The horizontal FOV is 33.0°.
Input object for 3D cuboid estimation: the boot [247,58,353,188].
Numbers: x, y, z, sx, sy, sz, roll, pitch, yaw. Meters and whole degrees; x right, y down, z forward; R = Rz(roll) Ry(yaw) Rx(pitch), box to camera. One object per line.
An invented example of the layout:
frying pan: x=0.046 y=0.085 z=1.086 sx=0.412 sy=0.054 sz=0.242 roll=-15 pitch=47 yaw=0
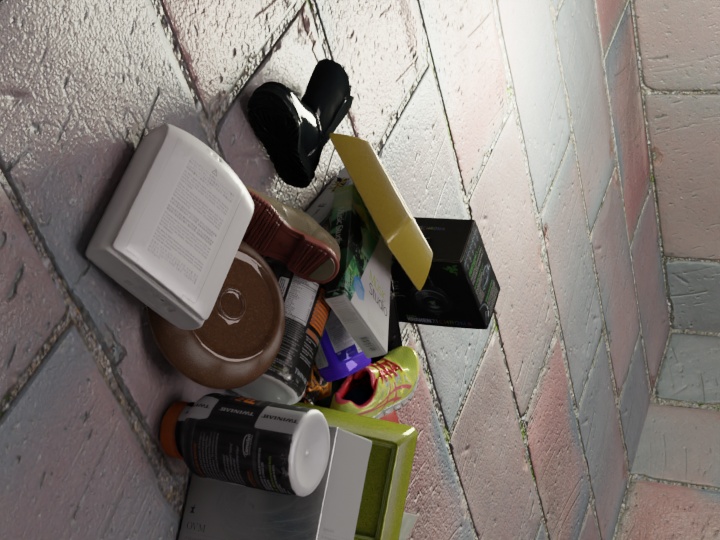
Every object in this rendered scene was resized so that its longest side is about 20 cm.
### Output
boot: x=-0.079 y=-0.237 z=1.695 sx=0.201 sy=0.076 sz=0.169 roll=70 pitch=38 yaw=-53

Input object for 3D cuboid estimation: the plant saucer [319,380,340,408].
plant saucer: x=-0.010 y=0.179 z=1.954 sx=0.200 sy=0.036 sz=0.202 roll=-18 pitch=110 yaw=-62

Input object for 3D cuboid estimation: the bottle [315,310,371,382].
bottle: x=-0.053 y=0.056 z=1.752 sx=0.083 sy=0.065 sz=0.202 roll=-24 pitch=93 yaw=-49

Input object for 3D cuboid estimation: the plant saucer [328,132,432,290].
plant saucer: x=0.039 y=-0.091 z=1.747 sx=0.201 sy=0.048 sz=0.200 roll=63 pitch=4 yaw=26

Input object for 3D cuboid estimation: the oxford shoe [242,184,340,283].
oxford shoe: x=-0.113 y=-0.059 z=1.591 sx=0.199 sy=0.071 sz=0.075 roll=37 pitch=27 yaw=-12

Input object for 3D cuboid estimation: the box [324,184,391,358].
box: x=0.000 y=0.000 z=1.700 sx=0.145 sy=0.036 sz=0.201 roll=56 pitch=28 yaw=-44

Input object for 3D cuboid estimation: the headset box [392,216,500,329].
headset box: x=0.123 y=-0.001 z=2.045 sx=0.201 sy=0.173 sz=0.093 roll=65 pitch=38 yaw=-47

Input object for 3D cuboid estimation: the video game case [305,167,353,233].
video game case: x=-0.026 y=-0.031 z=1.876 sx=0.182 sy=0.045 sz=0.201 roll=-55 pitch=141 yaw=-49

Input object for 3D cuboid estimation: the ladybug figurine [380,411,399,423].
ladybug figurine: x=-0.006 y=0.273 z=1.872 sx=0.200 sy=0.072 sz=0.136 roll=-37 pitch=155 yaw=-34

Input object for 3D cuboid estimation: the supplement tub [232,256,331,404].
supplement tub: x=-0.108 y=0.069 z=1.634 sx=0.123 sy=0.121 sz=0.201 roll=57 pitch=44 yaw=-52

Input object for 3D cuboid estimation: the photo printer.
photo printer: x=-0.213 y=-0.058 z=1.413 sx=0.166 sy=0.069 sz=0.201 roll=41 pitch=54 yaw=-33

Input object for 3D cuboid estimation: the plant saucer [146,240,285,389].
plant saucer: x=-0.167 y=0.044 z=1.498 sx=0.199 sy=0.037 sz=0.202 roll=13 pitch=68 yaw=-36

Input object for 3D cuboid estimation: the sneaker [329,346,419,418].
sneaker: x=0.024 y=0.169 z=1.812 sx=0.200 sy=0.078 sz=0.091 roll=-43 pitch=146 yaw=-37

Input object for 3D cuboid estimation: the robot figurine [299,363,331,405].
robot figurine: x=-0.091 y=0.215 z=1.763 sx=0.145 sy=0.058 sz=0.202 roll=39 pitch=60 yaw=-61

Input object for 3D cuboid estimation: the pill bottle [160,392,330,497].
pill bottle: x=-0.146 y=0.208 z=1.487 sx=0.106 sy=0.198 sz=0.107 roll=6 pitch=90 yaw=-65

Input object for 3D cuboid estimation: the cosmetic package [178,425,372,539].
cosmetic package: x=-0.111 y=0.296 z=1.573 sx=0.123 sy=0.198 sz=0.202 roll=37 pitch=61 yaw=-60

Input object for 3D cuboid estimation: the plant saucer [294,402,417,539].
plant saucer: x=-0.029 y=0.293 z=1.669 sx=0.048 sy=0.198 sz=0.202 roll=124 pitch=-22 yaw=-77

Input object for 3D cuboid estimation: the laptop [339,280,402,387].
laptop: x=0.011 y=0.097 z=1.919 sx=0.199 sy=0.103 sz=0.178 roll=-34 pitch=132 yaw=-28

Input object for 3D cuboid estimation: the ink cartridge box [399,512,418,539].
ink cartridge box: x=-0.031 y=0.406 z=1.756 sx=0.162 sy=0.198 sz=0.051 roll=-54 pitch=142 yaw=-47
